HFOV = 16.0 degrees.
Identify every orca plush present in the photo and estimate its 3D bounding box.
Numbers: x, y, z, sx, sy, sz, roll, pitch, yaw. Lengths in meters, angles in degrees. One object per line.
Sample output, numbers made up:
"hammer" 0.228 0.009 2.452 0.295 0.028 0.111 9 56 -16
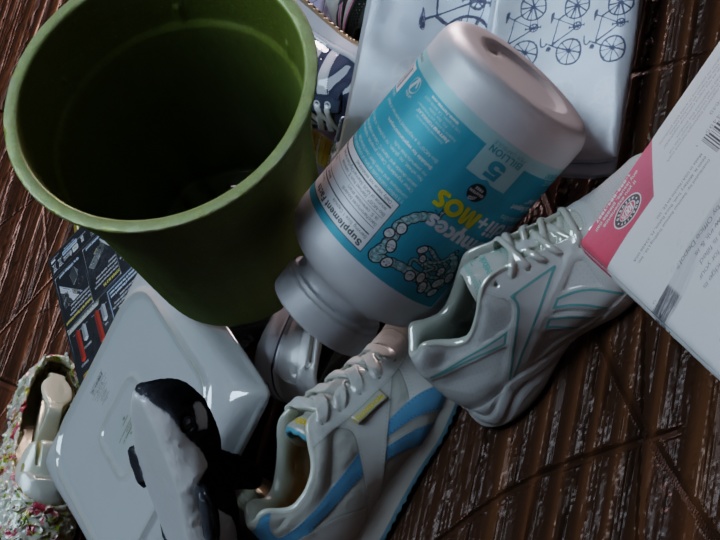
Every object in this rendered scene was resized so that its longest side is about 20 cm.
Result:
"orca plush" -0.083 0.151 1.597 0.071 0.201 0.105 -25 10 -23

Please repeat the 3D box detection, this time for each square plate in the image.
"square plate" -0.147 0.108 1.713 0.201 0.028 0.198 -62 37 19

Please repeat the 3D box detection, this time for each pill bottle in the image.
"pill bottle" 0.035 -0.043 1.541 0.200 0.110 0.111 -50 29 18

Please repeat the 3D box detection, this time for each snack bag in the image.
"snack bag" 0.082 -0.149 1.624 0.199 0.021 0.190 2 68 24

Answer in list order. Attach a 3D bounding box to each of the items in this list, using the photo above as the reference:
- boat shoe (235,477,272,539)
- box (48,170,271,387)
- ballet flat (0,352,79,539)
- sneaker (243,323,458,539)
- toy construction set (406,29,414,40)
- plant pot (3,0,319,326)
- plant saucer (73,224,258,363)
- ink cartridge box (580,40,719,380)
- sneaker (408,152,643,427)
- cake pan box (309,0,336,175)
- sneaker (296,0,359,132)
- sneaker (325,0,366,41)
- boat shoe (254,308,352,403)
"boat shoe" -0.100 0.153 1.711 0.065 0.072 0.200 -56 33 -4
"box" -0.134 0.006 1.797 0.200 0.050 0.159 -43 53 36
"ballet flat" -0.245 0.138 1.959 0.201 0.075 0.064 -97 26 -49
"sneaker" 0.001 0.092 1.587 0.076 0.081 0.201 7 68 62
"toy construction set" 0.088 -0.197 1.722 0.200 0.092 0.131 -51 27 -6
"plant pot" -0.101 -0.061 1.619 0.199 0.190 0.201 -7 57 11
"plant saucer" -0.148 0.000 1.891 0.200 0.048 0.201 -32 60 42
"ink cartridge box" 0.218 -0.018 1.322 0.146 0.085 0.200 -56 26 9
"sneaker" 0.108 0.004 1.495 0.200 0.080 0.071 -49 27 18
"cake pan box" -0.082 -0.107 1.955 0.200 0.052 0.185 -31 37 43
"sneaker" -0.043 -0.120 1.807 0.108 0.070 0.200 -40 49 -9
"sneaker" 0.033 -0.212 1.820 0.200 0.080 0.087 111 156 -53
"boat shoe" 0.000 0.000 1.705 0.065 0.073 0.201 11 76 45
